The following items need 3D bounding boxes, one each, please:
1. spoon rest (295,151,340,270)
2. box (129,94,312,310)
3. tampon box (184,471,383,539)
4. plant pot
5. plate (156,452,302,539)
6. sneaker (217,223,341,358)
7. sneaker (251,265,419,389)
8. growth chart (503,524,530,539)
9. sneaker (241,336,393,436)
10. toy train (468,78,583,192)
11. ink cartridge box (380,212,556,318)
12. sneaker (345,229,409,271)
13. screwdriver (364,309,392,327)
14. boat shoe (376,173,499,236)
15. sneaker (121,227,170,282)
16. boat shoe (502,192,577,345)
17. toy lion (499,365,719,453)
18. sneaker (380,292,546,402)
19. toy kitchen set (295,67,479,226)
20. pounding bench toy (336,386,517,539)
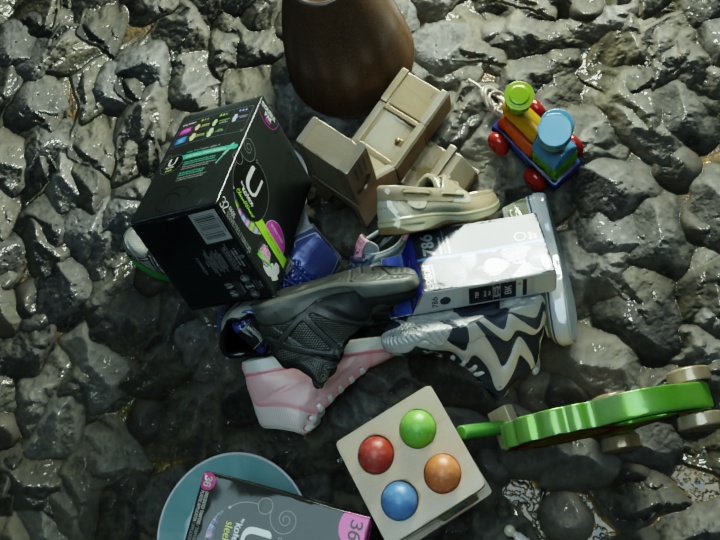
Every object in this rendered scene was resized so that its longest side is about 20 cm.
[{"bbox_3d":[-0.093,-0.081,1.216,0.098,0.061,0.202,-32,71,0],"label":"spoon rest"},{"bbox_3d":[-0.158,-0.082,1.097,0.122,0.150,0.202,-10,41,23],"label":"box"},{"bbox_3d":[-0.088,0.328,1.029,0.196,0.126,0.153,11,76,13],"label":"tampon box"},{"bbox_3d":[-0.030,-0.331,1.206,0.183,0.200,0.191,-3,73,9],"label":"plant pot"},{"bbox_3d":[-0.153,0.327,1.123,0.195,0.026,0.205,-3,72,9],"label":"plate"},{"bbox_3d":[-0.104,0.046,1.128,0.199,0.116,0.080,-43,106,14],"label":"sneaker"},{"bbox_3d":[-0.018,0.063,1.058,0.195,0.076,0.116,-17,103,8],"label":"sneaker"},{"bbox_3d":[0.155,0.395,1.046,0.144,0.018,0.201,38,84,19],"label":"growth chart"},{"bbox_3d":[-0.043,0.144,1.136,0.196,0.075,0.107,-11,86,-1],"label":"sneaker"},{"bbox_3d":[0.197,-0.203,1.167,0.084,0.116,0.200,-40,71,-4],"label":"toy train"},{"bbox_3d":[0.122,-0.007,1.076,0.195,0.040,0.101,-11,48,1],"label":"ink cartridge box"},{"bbox_3d":[0.000,0.000,1.153,0.200,0.082,0.070,-44,39,-8],"label":"sneaker"},{"bbox_3d":[0.091,0.046,1.157,0.196,0.028,0.030,-12,100,11],"label":"screwdriver"},{"bbox_3d":[0.097,-0.087,1.116,0.071,0.197,0.066,-4,97,50],"label":"boat shoe"},{"bbox_3d":[-0.229,-0.024,1.212,0.196,0.085,0.080,15,76,15],"label":"sneaker"},{"bbox_3d":[0.221,0.001,1.134,0.061,0.072,0.204,-17,60,19],"label":"boat shoe"},{"bbox_3d":[0.257,0.161,0.995,0.188,0.200,0.070,0,70,-29],"label":"toy lion"},{"bbox_3d":[0.127,0.104,1.080,0.195,0.080,0.132,-15,111,-12],"label":"sneaker"},{"bbox_3d":[0.056,-0.161,1.149,0.162,0.181,0.202,33,81,17],"label":"toy kitchen set"},{"bbox_3d":[0.094,0.205,1.042,0.198,0.156,0.126,-31,70,0],"label":"pounding bench toy"}]
